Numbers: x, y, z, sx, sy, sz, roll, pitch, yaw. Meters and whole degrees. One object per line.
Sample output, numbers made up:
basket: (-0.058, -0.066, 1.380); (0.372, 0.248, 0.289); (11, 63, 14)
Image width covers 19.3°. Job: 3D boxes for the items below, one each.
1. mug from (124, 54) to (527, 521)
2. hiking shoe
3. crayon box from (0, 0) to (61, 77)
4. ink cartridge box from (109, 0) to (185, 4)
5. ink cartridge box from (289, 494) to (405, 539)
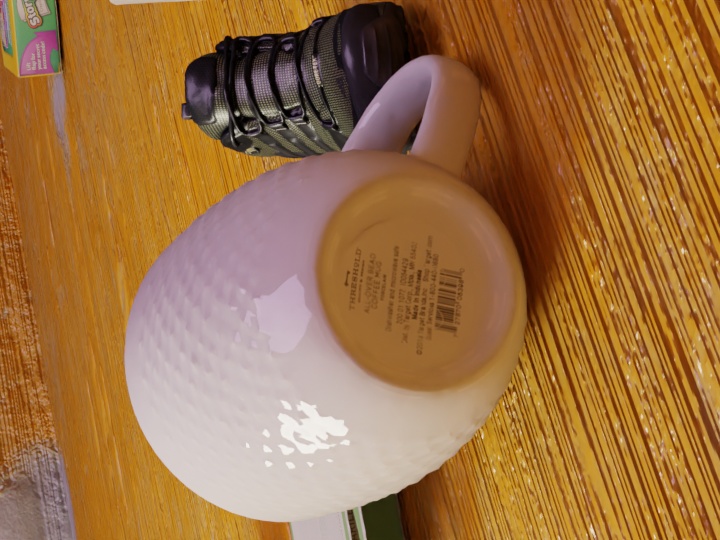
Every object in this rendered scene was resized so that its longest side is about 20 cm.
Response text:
mug: (0.000, 0.000, 0.902); (0.175, 0.147, 0.201); (-31, 36, 66)
hiking shoe: (-0.034, -0.084, 1.041); (0.200, 0.100, 0.076); (157, 106, -76)
crayon box: (-0.395, -0.336, 2.489); (0.172, 0.058, 0.202); (-149, 54, -71)
ink cartridge box: (-0.081, -0.232, 1.134); (0.201, 0.116, 0.068); (107, 154, -57)
ink cartridge box: (0.006, 0.162, 1.100); (0.200, 0.047, 0.147); (120, 142, -67)
